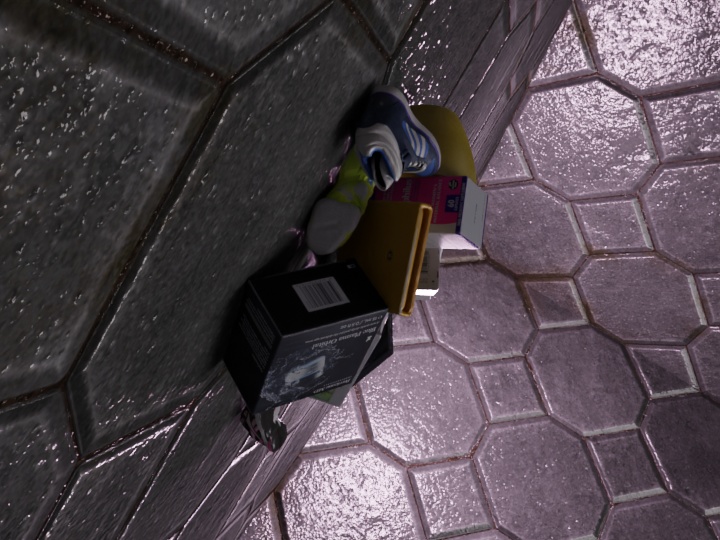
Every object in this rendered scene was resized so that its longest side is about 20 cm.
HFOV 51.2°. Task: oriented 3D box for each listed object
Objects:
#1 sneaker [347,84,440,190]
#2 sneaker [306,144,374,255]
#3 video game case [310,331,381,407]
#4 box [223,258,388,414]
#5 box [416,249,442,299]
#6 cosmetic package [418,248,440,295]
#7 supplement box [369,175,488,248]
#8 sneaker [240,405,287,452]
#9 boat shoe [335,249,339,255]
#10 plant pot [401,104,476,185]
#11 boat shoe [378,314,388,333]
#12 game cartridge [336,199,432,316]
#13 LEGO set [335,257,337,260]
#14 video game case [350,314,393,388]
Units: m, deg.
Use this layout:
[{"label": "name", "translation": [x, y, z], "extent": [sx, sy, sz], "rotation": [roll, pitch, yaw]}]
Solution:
[{"label": "sneaker", "translation": [0.053, -0.165, 1.142], "extent": [0.200, 0.080, 0.147], "rotation": [50, 47, -47]}, {"label": "sneaker", "translation": [-0.018, -0.112, 1.226], "extent": [0.201, 0.076, 0.105], "rotation": [-59, 172, 1]}, {"label": "video game case", "translation": [-0.088, 0.159, 1.425], "extent": [0.183, 0.199, 0.022], "rotation": [-61, -160, 21]}, {"label": "box", "translation": [-0.089, 0.102, 1.181], "extent": [0.196, 0.118, 0.200], "rotation": [-12, 143, -34]}, {"label": "box", "translation": [0.105, -0.059, 1.658], "extent": [0.152, 0.106, 0.201], "rotation": [-112, -153, -56]}, {"label": "cosmetic package", "translation": [0.115, -0.007, 1.464], "extent": [0.200, 0.073, 0.104], "rotation": [68, 24, -84]}, {"label": "supplement box", "translation": [0.107, -0.099, 1.307], "extent": [0.103, 0.199, 0.102], "rotation": [25, 70, -56]}, {"label": "sneaker", "translation": [-0.217, 0.303, 1.571], "extent": [0.080, 0.086, 0.201], "rotation": [-51, 148, -45]}, {"label": "boat shoe", "translation": [-0.015, -0.075, 1.403], "extent": [0.199, 0.074, 0.066], "rotation": [-53, 143, -75]}, {"label": "plant pot", "translation": [0.118, -0.214, 1.356], "extent": [0.200, 0.199, 0.143], "rotation": [73, 25, -79]}, {"label": "boat shoe", "translation": [0.025, 0.090, 1.465], "extent": [0.201, 0.068, 0.057], "rotation": [-63, 168, 17]}, {"label": "game cartridge", "translation": [0.029, -0.026, 1.222], "extent": [0.200, 0.032, 0.177], "rotation": [11, -91, 56]}, {"label": "LEGO set", "translation": [0.002, 0.015, 1.637], "extent": [0.201, 0.116, 0.154], "rotation": [-59, 172, 5]}, {"label": "video game case", "translation": [0.013, 0.136, 1.543], "extent": [0.143, 0.019, 0.200], "rotation": [-42, -155, 27]}]
